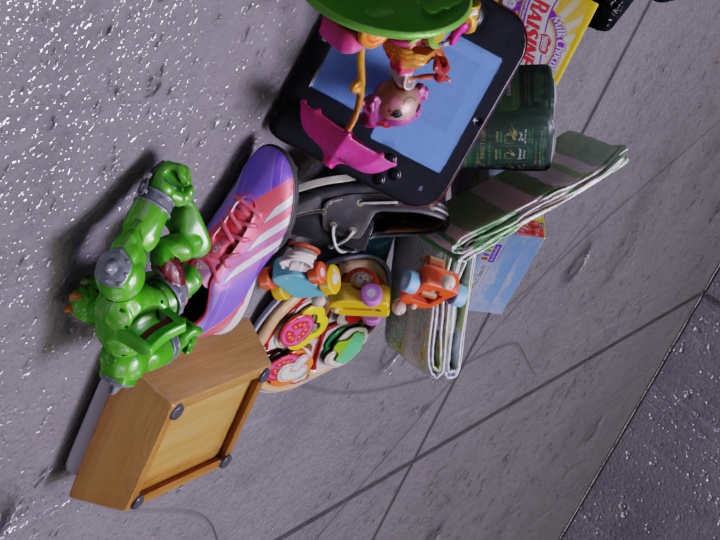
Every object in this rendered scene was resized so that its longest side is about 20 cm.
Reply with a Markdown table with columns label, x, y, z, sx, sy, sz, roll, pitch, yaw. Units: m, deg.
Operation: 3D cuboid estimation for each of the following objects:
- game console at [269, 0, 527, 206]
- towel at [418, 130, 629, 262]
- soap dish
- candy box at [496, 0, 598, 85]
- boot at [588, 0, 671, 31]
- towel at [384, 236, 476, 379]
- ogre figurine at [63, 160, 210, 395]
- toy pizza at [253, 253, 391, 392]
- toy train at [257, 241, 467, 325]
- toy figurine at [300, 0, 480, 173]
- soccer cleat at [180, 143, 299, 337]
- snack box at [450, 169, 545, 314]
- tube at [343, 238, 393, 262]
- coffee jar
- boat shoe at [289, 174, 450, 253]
| label | x | y | z | sx | sy | sz | roll | pitch | yaw |
| --- | --- | --- | --- | --- | --- | --- | --- | --- | --- |
| game console | 0.037 | -0.172 | 1.389 | 0.201 | 0.176 | 0.031 | -60 | -161 | 14 |
| towel | 0.151 | -0.078 | 1.519 | 0.199 | 0.024 | 0.152 | -30 | -161 | -9 |
| soap dish | -0.178 | 0.138 | 1.487 | 0.200 | 0.081 | 0.158 | -19 | 139 | -59 |
| candy box | 0.158 | -0.215 | 1.585 | 0.201 | 0.102 | 0.026 | -62 | -178 | -20 |
| boot | 0.311 | -0.341 | 1.816 | 0.168 | 0.076 | 0.201 | -52 | 152 | -18 |
| towel | 0.071 | 0.015 | 1.673 | 0.200 | 0.048 | 0.173 | -145 | -117 | -73 |
| ogre figurine | -0.177 | 0.016 | 1.289 | 0.120 | 0.098 | 0.200 | -50 | 173 | -44 |
| toy pizza | -0.042 | 0.064 | 1.678 | 0.199 | 0.032 | 0.201 | -31 | 150 | -20 |
| toy train | 0.000 | 0.000 | 1.552 | 0.150 | 0.199 | 0.056 | 143 | -44 | -58 |
| toy figurine | 0.021 | -0.173 | 1.324 | 0.199 | 0.150 | 0.185 | -21 | 141 | -34 |
| soccer cleat | -0.117 | -0.022 | 1.403 | 0.073 | 0.068 | 0.201 | -13 | 137 | -54 |
| snack box | 0.146 | -0.081 | 1.689 | 0.169 | 0.067 | 0.201 | 111 | -15 | -57 |
| tube | 0.006 | -0.019 | 1.705 | 0.077 | 0.050 | 0.201 | -27 | 153 | -27 |
| coffee jar | 0.086 | -0.145 | 1.484 | 0.105 | 0.198 | 0.086 | 85 | 6 | -62 |
| boat shoe | -0.014 | -0.051 | 1.461 | 0.198 | 0.068 | 0.072 | -11 | 161 | -7 |
